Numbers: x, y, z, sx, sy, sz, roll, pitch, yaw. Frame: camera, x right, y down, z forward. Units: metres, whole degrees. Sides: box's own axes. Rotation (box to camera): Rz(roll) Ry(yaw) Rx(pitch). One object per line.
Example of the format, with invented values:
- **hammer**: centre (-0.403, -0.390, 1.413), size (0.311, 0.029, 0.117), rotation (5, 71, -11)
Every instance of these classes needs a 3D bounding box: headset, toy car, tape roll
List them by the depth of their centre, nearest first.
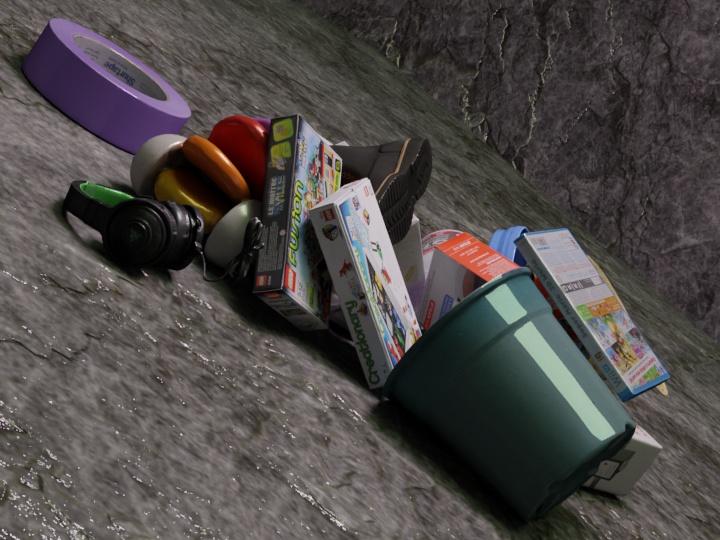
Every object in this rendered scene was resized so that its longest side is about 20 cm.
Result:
- **headset**: centre (-0.187, -0.047, 1.447), size (0.200, 0.094, 0.123), rotation (29, 10, 21)
- **toy car**: centre (-0.135, -0.099, 1.647), size (0.175, 0.150, 0.200), rotation (40, 13, 18)
- **tape roll**: centre (-0.304, -0.219, 1.826), size (0.200, 0.066, 0.200), rotation (34, 12, -8)

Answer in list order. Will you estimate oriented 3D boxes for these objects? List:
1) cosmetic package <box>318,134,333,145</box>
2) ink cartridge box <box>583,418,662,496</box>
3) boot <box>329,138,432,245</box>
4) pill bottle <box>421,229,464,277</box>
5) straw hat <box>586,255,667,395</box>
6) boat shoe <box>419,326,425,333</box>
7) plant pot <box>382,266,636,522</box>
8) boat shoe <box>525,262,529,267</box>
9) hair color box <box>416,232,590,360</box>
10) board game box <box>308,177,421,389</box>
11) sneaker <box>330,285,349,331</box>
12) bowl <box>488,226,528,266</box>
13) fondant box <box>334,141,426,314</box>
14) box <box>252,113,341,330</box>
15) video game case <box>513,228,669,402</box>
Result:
- **cosmetic package**: centre (-0.039, -0.103, 2.031), size (0.200, 0.104, 0.073), rotation (34, 14, -5)
- **ink cartridge box**: centre (0.242, 0.180, 1.794), size (0.200, 0.084, 0.146), rotation (22, 19, -48)
- **boot**: centre (-0.007, -0.089, 1.771), size (0.138, 0.078, 0.200), rotation (2, 28, 20)
- **pill bottle**: centre (0.114, 0.017, 1.983), size (0.111, 0.111, 0.200), rotation (35, 12, -5)
- **straw hat**: centre (0.294, 0.089, 1.875), size (0.201, 0.085, 0.201), rotation (54, 16, -23)
- **boat shoe**: centre (0.106, 0.089, 1.815), size (0.200, 0.060, 0.074), rotation (33, 13, -15)
- **plant pot**: centre (0.162, 0.134, 1.542), size (0.196, 0.200, 0.200), rotation (48, 16, 18)
- **boat shoe**: centre (0.235, 0.059, 1.936), size (0.075, 0.068, 0.200), rotation (6, -42, 24)
- **hair color box**: centre (0.163, 0.057, 1.698), size (0.200, 0.111, 0.064), rotation (33, 38, 28)
- **board game box**: centre (0.009, 0.011, 1.609), size (0.126, 0.035, 0.200), rotation (-41, 114, -68)
- **sneaker**: centre (0.000, 0.000, 1.764), size (0.078, 0.099, 0.200), rotation (32, 13, -19)
- **bowl**: centre (0.185, 0.042, 1.939), size (0.039, 0.201, 0.201), rotation (5, 6, 14)
- **fondant box**: centre (0.009, -0.048, 1.879), size (0.200, 0.058, 0.144), rotation (51, -23, 46)
- **box**: centre (-0.064, -0.049, 1.586), size (0.110, 0.035, 0.200), rotation (42, 46, -56)
- **video game case**: centre (0.246, 0.043, 1.604), size (0.200, 0.018, 0.143), rotation (57, 23, 12)
